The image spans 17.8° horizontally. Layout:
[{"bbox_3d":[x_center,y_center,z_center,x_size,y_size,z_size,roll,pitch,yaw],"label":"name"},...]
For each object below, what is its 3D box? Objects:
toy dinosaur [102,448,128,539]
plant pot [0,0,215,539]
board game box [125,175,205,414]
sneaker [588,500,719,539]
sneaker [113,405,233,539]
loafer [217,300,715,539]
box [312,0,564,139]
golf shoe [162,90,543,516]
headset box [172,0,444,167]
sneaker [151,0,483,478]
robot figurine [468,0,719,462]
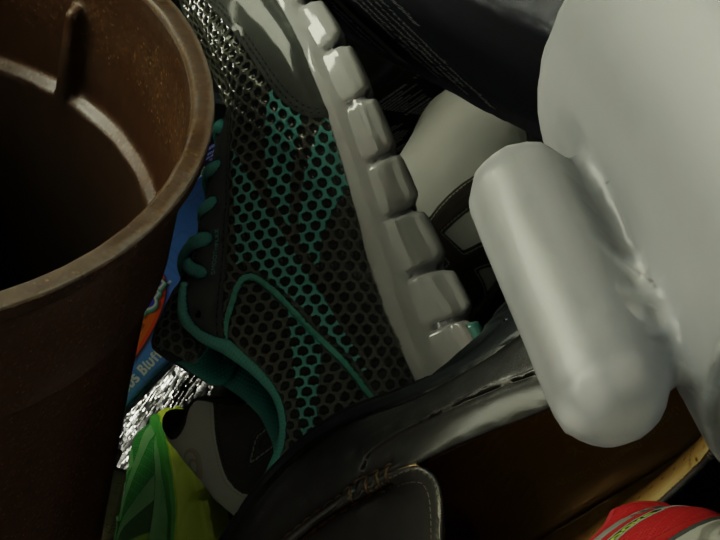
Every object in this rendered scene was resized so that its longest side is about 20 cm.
[{"bbox_3d":[-0.090,0.126,0.868,0.200,0.058,0.101,-158,86,-77],"label":"toy dinosaur"},{"bbox_3d":[-0.150,0.023,0.673,0.201,0.200,0.199,-83,2,-50],"label":"plant pot"},{"bbox_3d":[-0.117,0.051,0.908,0.200,0.045,0.152,-48,3,-30],"label":"board game box"},{"bbox_3d":[0.024,0.132,0.545,0.200,0.077,0.085,-41,17,-7],"label":"sneaker"},{"bbox_3d":[-0.073,0.117,0.764,0.083,0.074,0.200,-22,30,12],"label":"sneaker"},{"bbox_3d":[0.022,0.069,0.622,0.200,0.073,0.072,-44,15,16],"label":"loafer"},{"bbox_3d":[0.081,-0.143,0.668,0.197,0.117,0.200,-54,43,-3],"label":"box"},{"bbox_3d":[0.000,0.000,0.773,0.078,0.094,0.200,-32,30,49],"label":"golf shoe"},{"bbox_3d":[-0.048,-0.100,0.864,0.149,0.200,0.077,-32,59,49],"label":"headset box"},{"bbox_3d":[-0.026,-0.006,0.698,0.091,0.200,0.078,-21,-18,-7],"label":"sneaker"},{"bbox_3d":[0.110,-0.013,0.479,0.169,0.113,0.200,-16,49,-9],"label":"robot figurine"}]
